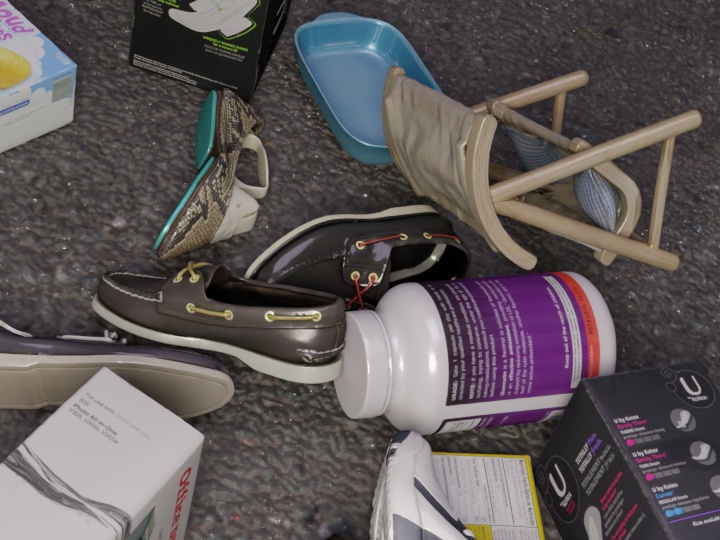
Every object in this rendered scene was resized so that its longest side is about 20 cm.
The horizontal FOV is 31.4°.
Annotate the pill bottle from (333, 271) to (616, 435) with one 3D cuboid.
[{"bbox_3d":[0.083,0.062,0.957,0.198,0.113,0.113,-3,49,-21],"label":"pill bottle"}]

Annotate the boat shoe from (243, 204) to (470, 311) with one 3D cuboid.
[{"bbox_3d":[0.001,-0.002,1.017,0.200,0.074,0.063,-14,45,-34],"label":"boat shoe"}]

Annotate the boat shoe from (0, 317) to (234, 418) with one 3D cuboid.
[{"bbox_3d":[-0.187,0.060,0.900,0.198,0.073,0.063,4,50,-8],"label":"boat shoe"}]

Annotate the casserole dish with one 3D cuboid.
[{"bbox_3d":[0.010,-0.166,1.199,0.120,0.039,0.201,-10,51,-25],"label":"casserole dish"}]

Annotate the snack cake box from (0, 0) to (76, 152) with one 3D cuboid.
[{"bbox_3d":[-0.346,-0.187,1.082,0.200,0.068,0.115,42,50,20],"label":"snack cake box"}]

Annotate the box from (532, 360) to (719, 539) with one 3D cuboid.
[{"bbox_3d":[0.217,0.181,0.882,0.105,0.123,0.201,-7,51,-23],"label":"box"}]

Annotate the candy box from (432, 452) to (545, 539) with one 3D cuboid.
[{"bbox_3d":[0.081,0.213,0.875,0.101,0.027,0.201,6,47,-12],"label":"candy box"}]

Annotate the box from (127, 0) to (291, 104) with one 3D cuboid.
[{"bbox_3d":[-0.122,-0.284,1.152,0.123,0.201,0.149,18,45,-1],"label":"box"}]

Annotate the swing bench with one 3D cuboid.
[{"bbox_3d":[0.136,-0.088,1.055,0.198,0.131,0.199,-3,20,-19],"label":"swing bench"}]

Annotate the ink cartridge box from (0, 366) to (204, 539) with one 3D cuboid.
[{"bbox_3d":[-0.184,0.176,0.739,0.084,0.147,0.200,31,46,13],"label":"ink cartridge box"}]

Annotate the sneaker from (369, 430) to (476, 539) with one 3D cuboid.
[{"bbox_3d":[0.076,0.198,0.816,0.128,0.080,0.201,4,47,-9],"label":"sneaker"}]

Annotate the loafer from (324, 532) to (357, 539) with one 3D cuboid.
[{"bbox_3d":[-0.024,0.248,0.774,0.071,0.073,0.201,7,46,-12],"label":"loafer"}]

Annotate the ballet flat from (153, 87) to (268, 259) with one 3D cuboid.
[{"bbox_3d":[-0.112,-0.075,1.061,0.075,0.068,0.201,26,41,-15],"label":"ballet flat"}]

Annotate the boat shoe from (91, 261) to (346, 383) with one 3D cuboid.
[{"bbox_3d":[-0.103,0.025,0.936,0.199,0.061,0.072,14,19,15],"label":"boat shoe"}]
